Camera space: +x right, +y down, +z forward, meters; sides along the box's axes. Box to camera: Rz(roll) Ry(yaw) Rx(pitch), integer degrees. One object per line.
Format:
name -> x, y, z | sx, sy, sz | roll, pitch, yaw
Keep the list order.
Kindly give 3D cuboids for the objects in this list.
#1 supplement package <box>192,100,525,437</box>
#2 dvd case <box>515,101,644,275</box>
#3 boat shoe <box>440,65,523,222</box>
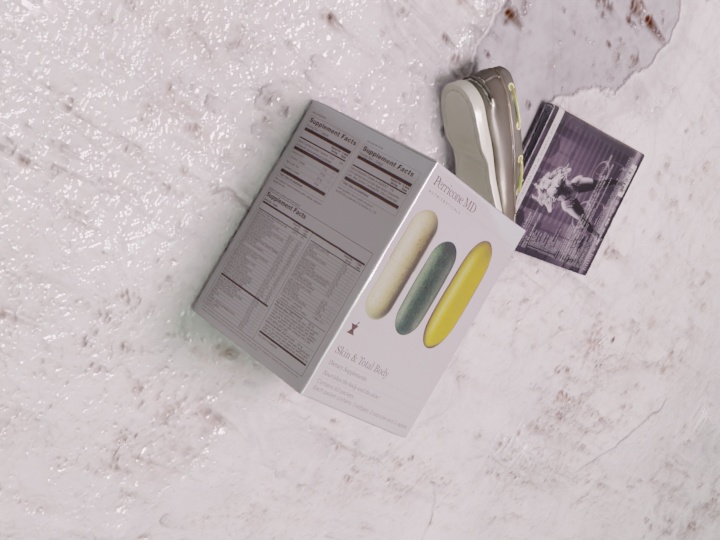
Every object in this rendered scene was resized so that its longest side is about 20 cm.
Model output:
supplement package -> 0.000, 0.000, 0.986 | 0.151, 0.150, 0.201 | 30, 91, -49
dvd case -> 0.216, -0.080, 1.265 | 0.199, 0.016, 0.150 | 15, 103, -50
boat shoe -> 0.123, -0.091, 1.119 | 0.060, 0.072, 0.204 | -29, 128, -24
